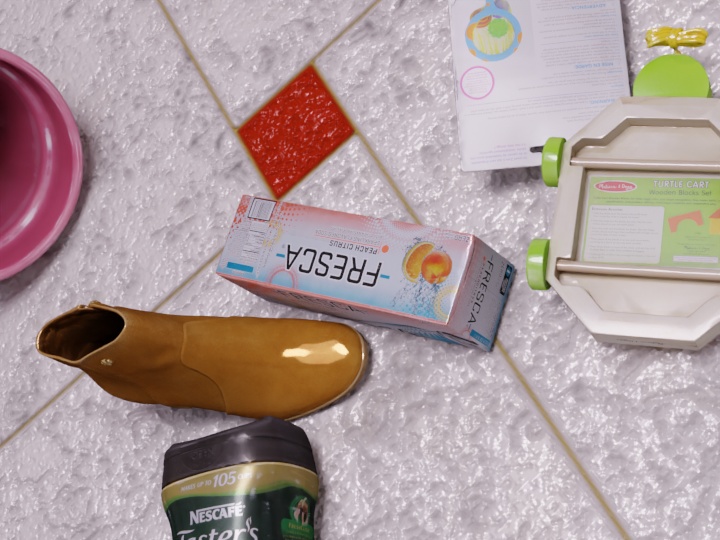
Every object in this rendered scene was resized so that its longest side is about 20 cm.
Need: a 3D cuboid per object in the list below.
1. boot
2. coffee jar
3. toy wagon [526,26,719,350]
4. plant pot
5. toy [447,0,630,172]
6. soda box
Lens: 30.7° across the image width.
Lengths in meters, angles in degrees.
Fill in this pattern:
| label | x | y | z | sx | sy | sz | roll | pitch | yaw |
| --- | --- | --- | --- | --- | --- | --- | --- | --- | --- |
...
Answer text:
| label | x | y | z | sx | sy | sz | roll | pitch | yaw |
| --- | --- | --- | --- | --- | --- | --- | --- | --- | --- |
| boot | -0.111 | 0.057 | 0.899 | 0.200 | 0.144 | 0.071 | -10 | 67 | 28 |
| coffee jar | -0.075 | 0.200 | 0.857 | 0.104 | 0.085 | 0.201 | -19 | 62 | 24 |
| toy wagon | 0.189 | -0.053 | 0.809 | 0.154 | 0.040 | 0.201 | 4 | 74 | 22 |
| plant pot | -0.360 | -0.100 | 1.098 | 0.179 | 0.200 | 0.201 | 21 | 83 | 51 |
| toy | 0.119 | -0.166 | 0.893 | 0.115 | 0.047 | 0.201 | -5 | 82 | 8 |
| soda box | 0.000 | 0.000 | 0.898 | 0.199 | 0.068 | 0.064 | 12 | 79 | 35 |
